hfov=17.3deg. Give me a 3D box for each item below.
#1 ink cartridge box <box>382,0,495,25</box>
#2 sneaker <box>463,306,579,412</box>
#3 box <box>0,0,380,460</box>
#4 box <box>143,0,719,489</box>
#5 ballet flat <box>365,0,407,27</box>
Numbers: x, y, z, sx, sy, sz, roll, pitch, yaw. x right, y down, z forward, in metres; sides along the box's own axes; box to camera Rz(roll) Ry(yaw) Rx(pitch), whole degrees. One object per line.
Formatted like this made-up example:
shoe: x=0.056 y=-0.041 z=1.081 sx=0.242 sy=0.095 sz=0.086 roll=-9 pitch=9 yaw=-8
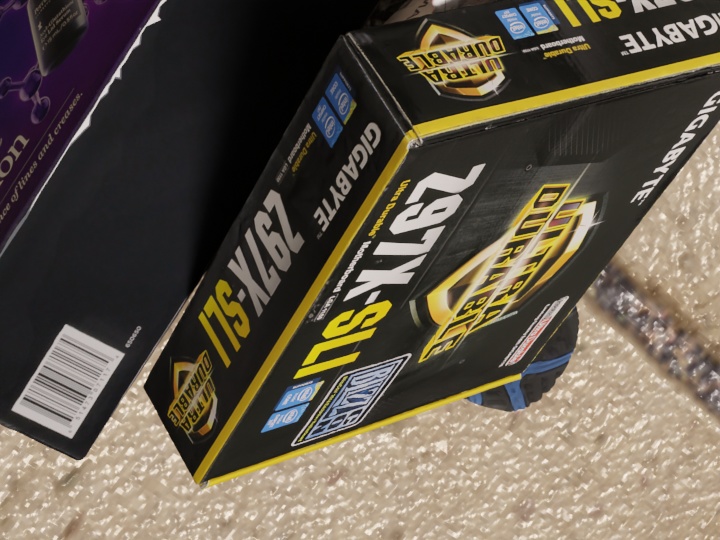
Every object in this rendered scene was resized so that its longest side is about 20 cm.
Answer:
ink cartridge box: x=0.059 y=-0.122 z=0.812 sx=0.161 sy=0.050 sz=0.200 roll=-46 pitch=161 yaw=-18
sneaker: x=0.000 y=0.000 z=0.952 sx=0.200 sy=0.077 sz=0.076 roll=30 pitch=94 yaw=-42
box: x=-0.097 y=-0.058 z=0.839 sx=0.079 sy=0.141 sz=0.201 roll=29 pitch=97 yaw=-33
box: x=0.029 y=-0.015 z=0.811 sx=0.159 sy=0.050 sz=0.200 roll=-14 pitch=152 yaw=-36
ballet flat: x=-0.002 y=-0.102 z=0.928 sx=0.199 sy=0.072 sz=0.072 roll=-19 pitch=121 yaw=-21
